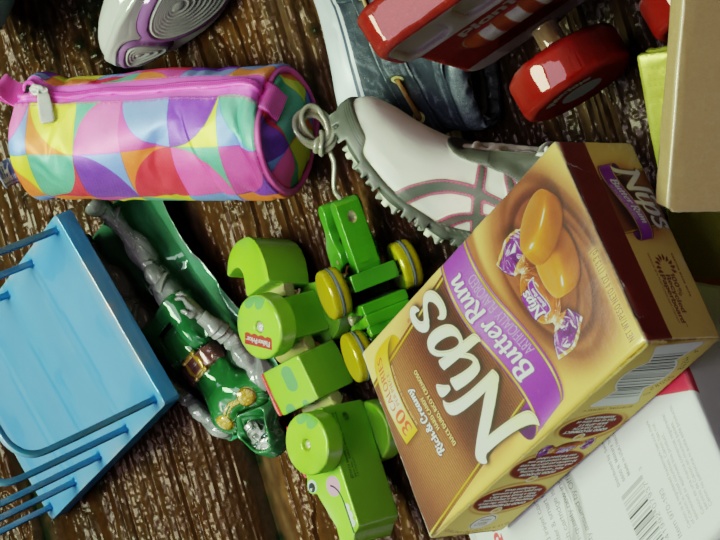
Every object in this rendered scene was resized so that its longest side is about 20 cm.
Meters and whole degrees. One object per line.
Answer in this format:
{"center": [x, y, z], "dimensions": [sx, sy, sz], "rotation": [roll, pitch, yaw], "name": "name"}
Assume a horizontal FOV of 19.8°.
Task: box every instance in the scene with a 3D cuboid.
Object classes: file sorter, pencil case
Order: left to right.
{"center": [-0.234, 0.083, 1.321], "dimensions": [0.140, 0.122, 0.200], "rotation": [59, 141, 10], "name": "file sorter"}
{"center": [-0.126, -0.084, 1.263], "dimensions": [0.198, 0.088, 0.089], "rotation": [0, 98, 24], "name": "pencil case"}

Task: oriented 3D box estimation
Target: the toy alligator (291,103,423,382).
{"center": [0.000, 0.000, 1.229], "dimensions": [0.054, 0.059, 0.202], "rotation": [141, 108, -74], "name": "toy alligator"}

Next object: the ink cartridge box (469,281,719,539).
{"center": [0.150, 0.124, 1.079], "dimensions": [0.201, 0.083, 0.146], "rotation": [-56, 39, 39], "name": "ink cartridge box"}

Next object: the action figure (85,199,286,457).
{"center": [-0.112, 0.041, 1.310], "dimensions": [0.200, 0.055, 0.118], "rotation": [47, 120, 16], "name": "action figure"}

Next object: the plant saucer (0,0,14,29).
{"center": [-0.239, -0.223, 1.289], "dimensions": [0.038, 0.201, 0.203], "rotation": [-1, 99, 0], "name": "plant saucer"}

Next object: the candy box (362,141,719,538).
{"center": [0.086, 0.039, 1.058], "dimensions": [0.200, 0.056, 0.118], "rotation": [-50, 52, 44], "name": "candy box"}

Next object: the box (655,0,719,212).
{"center": [0.227, -0.130, 1.004], "dimensions": [0.021, 0.162, 0.202], "rotation": [-146, 57, -70], "name": "box"}

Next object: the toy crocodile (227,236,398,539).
{"center": [-0.030, 0.070, 1.250], "dimensions": [0.062, 0.067, 0.202], "rotation": [-30, 79, 44], "name": "toy crocodile"}

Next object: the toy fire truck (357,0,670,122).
{"center": [0.108, -0.163, 1.047], "dimensions": [0.199, 0.168, 0.113], "rotation": [-32, 80, 20], "name": "toy fire truck"}

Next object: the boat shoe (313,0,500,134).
{"center": [0.020, -0.169, 1.164], "dimensions": [0.090, 0.071, 0.202], "rotation": [-5, 114, 28], "name": "boat shoe"}

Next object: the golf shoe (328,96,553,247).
{"center": [0.077, -0.046, 1.145], "dimensions": [0.199, 0.077, 0.088], "rotation": [36, 110, -1], "name": "golf shoe"}

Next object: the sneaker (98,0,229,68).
{"center": [-0.113, -0.221, 1.264], "dimensions": [0.100, 0.075, 0.201], "rotation": [42, 113, 34], "name": "sneaker"}

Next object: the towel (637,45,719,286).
{"center": [0.204, -0.024, 1.078], "dimensions": [0.085, 0.018, 0.202], "rotation": [-4, 111, 31], "name": "towel"}
